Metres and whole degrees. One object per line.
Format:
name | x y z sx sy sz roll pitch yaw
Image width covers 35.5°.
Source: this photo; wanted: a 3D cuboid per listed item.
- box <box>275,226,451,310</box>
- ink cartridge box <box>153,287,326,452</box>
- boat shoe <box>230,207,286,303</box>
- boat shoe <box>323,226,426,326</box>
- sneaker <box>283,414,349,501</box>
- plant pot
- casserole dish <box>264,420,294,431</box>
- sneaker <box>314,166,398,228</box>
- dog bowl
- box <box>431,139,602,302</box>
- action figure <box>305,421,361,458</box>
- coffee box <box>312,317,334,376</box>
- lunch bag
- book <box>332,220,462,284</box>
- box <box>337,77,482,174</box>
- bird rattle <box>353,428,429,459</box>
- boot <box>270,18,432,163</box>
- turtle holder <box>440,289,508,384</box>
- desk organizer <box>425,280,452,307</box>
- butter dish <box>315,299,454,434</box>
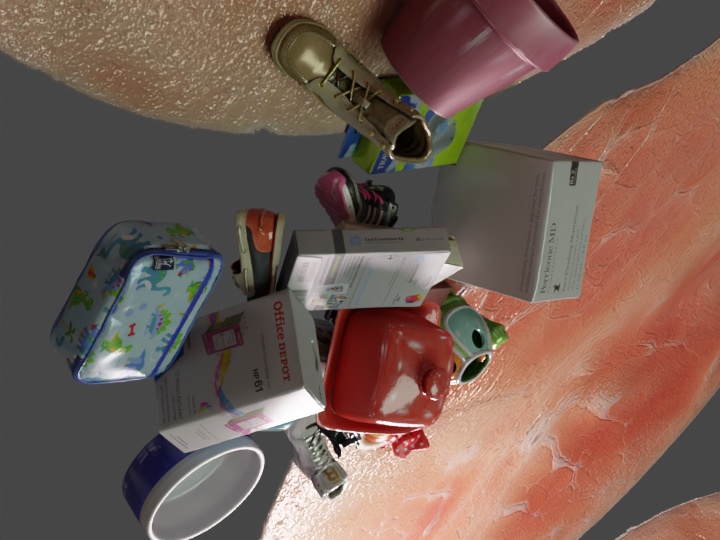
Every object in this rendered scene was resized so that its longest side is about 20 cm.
box | 0.000 0.000 1.440 0.198 0.042 0.156 -1 152 -14
ink cartridge box | -0.154 0.126 1.416 0.198 0.146 0.085 -18 148 9
boat shoe | -0.135 -0.006 1.442 0.062 0.072 0.201 7 141 -5
boat shoe | 0.029 0.019 1.647 0.201 0.075 0.092 -55 154 15
sneaker | -0.063 0.294 1.813 0.073 0.116 0.201 -32 144 -18
plant pot | 0.129 -0.288 1.334 0.179 0.201 0.199 -39 152 21
casserole dish | -0.174 0.198 1.533 0.198 0.039 0.121 2 170 -12
sneaker | 0.002 -0.093 1.498 0.087 0.074 0.200 -43 152 -8
dog bowl | -0.241 0.299 1.629 0.199 0.079 0.201 -32 150 -21
box | 0.215 -0.074 1.595 0.130 0.199 0.201 -5 107 -46
action figure | 0.005 0.208 1.705 0.198 0.119 0.103 -16 131 3
coffee box | -0.090 0.124 1.592 0.080 0.113 0.199 -54 147 14
lunch bag | -0.259 0.038 1.328 0.160 0.082 0.201 3 125 -54
book | 0.021 -0.006 1.522 0.199 0.048 0.133 8 148 -38
box | 0.071 -0.195 1.487 0.199 0.048 0.123 -13 135 -43
bird rattle | 0.048 0.258 1.958 0.162 0.113 0.201 -12 149 -26
boot | -0.005 -0.201 1.285 0.072 0.155 0.200 -49 147 7
turtle holder | 0.154 0.122 1.856 0.141 0.132 0.185 -52 150 7
desk organizer | 0.056 0.087 1.763 0.077 0.072 0.201 -3 128 -51
butter dish | 0.062 0.141 1.546 0.199 0.147 0.201 11 93 -41
